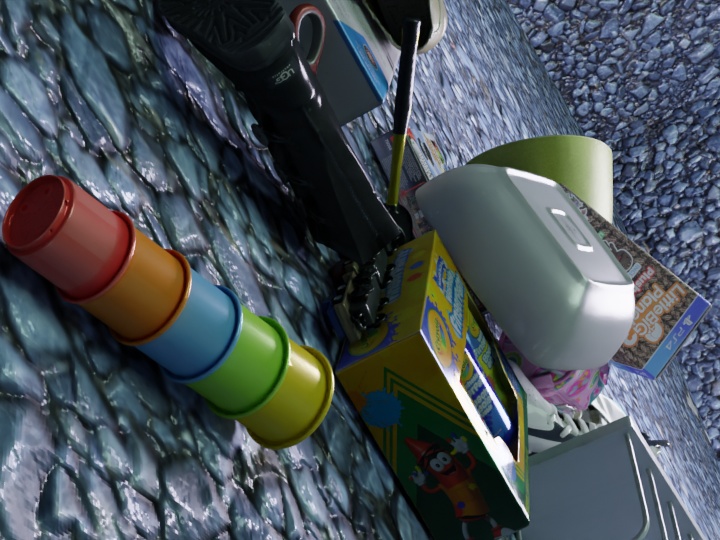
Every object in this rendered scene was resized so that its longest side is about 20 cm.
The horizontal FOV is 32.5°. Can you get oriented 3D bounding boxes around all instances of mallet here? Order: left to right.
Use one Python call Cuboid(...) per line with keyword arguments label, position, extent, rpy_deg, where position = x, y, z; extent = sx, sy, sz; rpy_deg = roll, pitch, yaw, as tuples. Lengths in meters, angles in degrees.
Cuboid(label="mallet", position=(0.033, -0.109, 1.033), extent=(0.066, 0.041, 0.203), rpy_deg=(-63, 160, -79))

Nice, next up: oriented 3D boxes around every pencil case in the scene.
Cuboid(label="pencil case", position=(0.195, 0.093, 1.224), extent=(0.088, 0.087, 0.200), rpy_deg=(69, 12, 19))

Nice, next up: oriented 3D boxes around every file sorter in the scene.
Cuboid(label="file sorter", position=(0.210, 0.252, 1.029), extent=(0.201, 0.138, 0.125), rpy_deg=(53, 21, -31))

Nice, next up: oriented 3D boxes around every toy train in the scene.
Cuboid(label="toy train", position=(0.000, 0.000, 0.921), extent=(0.200, 0.045, 0.034), rpy_deg=(-77, 145, -67))

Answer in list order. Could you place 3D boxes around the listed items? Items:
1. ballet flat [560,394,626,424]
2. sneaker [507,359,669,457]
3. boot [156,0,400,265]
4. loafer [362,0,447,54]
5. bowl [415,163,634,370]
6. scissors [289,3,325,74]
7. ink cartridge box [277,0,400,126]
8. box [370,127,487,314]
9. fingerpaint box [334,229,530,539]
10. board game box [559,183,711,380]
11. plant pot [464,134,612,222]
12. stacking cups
Cuboid(label="ballet flat", position=(0.257, 0.165, 1.454), extent=(0.200, 0.069, 0.070), rpy_deg=(46, 23, -36))
Cuboid(label="sneaker", position=(0.202, 0.150, 1.098), extent=(0.201, 0.129, 0.079), rpy_deg=(63, 21, -4))
Cuboid(label="boot", position=(-0.056, -0.114, 0.872), extent=(0.201, 0.065, 0.165), rpy_deg=(57, -2, -42))
Cuboid(label="loafer", position=(0.018, -0.265, 1.022), extent=(0.201, 0.075, 0.068), rpy_deg=(55, 12, -25))
Cuboid(label="bowl", position=(0.157, -0.014, 1.076), extent=(0.201, 0.075, 0.199), rpy_deg=(56, 23, 22))
Cuboid(label="scissors", position=(-0.044, -0.109, 0.954), extent=(0.073, 0.014, 0.202), rpy_deg=(-31, 123, -43))
Cuboid(label="ink cartridge box", position=(-0.039, -0.212, 1.051), extent=(0.147, 0.084, 0.200), rpy_deg=(58, 17, -16))
Cuboid(label="box", position=(0.084, -0.046, 1.260), extent=(0.202, 0.040, 0.137), rpy_deg=(66, 15, 6))
Cuboid(label="fingerpaint box", position=(0.062, 0.085, 0.931), extent=(0.168, 0.073, 0.200), rpy_deg=(60, 16, -15))
Cuboid(label="board game box", position=(0.245, 0.011, 1.310), extent=(0.199, 0.097, 0.159), rpy_deg=(38, -1, -1))
Cuboid(label="plant pot", position=(0.220, -0.030, 1.465), extent=(0.187, 0.185, 0.203), rpy_deg=(29, 52, -62))
Cuboid(label="stacking cups", position=(-0.087, 0.025, 0.592), extent=(0.200, 0.060, 0.061), rpy_deg=(42, 27, -48))
